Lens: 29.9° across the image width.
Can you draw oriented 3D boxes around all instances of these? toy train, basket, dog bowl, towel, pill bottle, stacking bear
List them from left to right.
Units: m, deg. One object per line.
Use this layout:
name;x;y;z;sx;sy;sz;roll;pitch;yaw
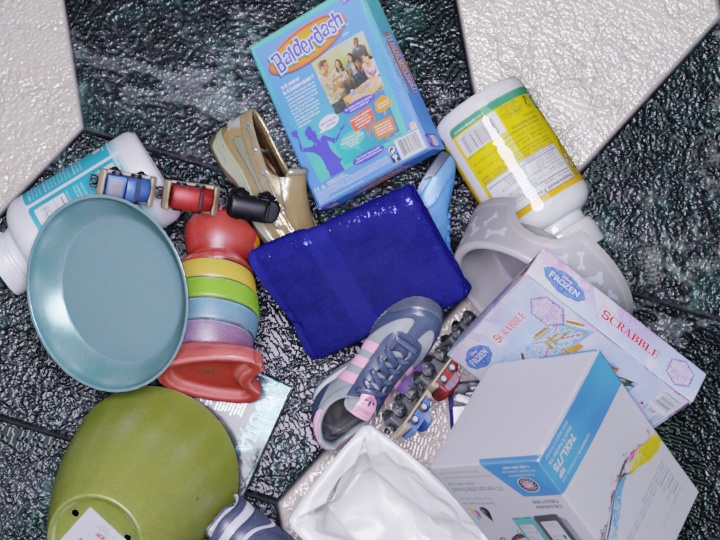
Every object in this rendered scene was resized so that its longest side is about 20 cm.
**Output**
pill bottle;-0.303;-0.055;1.454;0.199;0.111;0.111;-31;84;-4
toy train;-0.179;-0.075;1.391;0.198;0.046;0.034;8;104;-16
stacking bear;-0.154;0.024;1.436;0.113;0.122;0.202;4;63;-4
towel;0.000;0.000;1.414;0.199;0.050;0.148;-21;117;20
basket;0.040;0.273;1.412;0.200;0.123;0.136;40;85;5
toy train;0.082;0.114;1.426;0.046;0.034;0.200;43;48;-1
pill bottle;0.177;-0.098;1.461;0.112;0.113;0.201;-31;84;-4
dog bowl;0.182;0.016;1.400;0.200;0.200;0.059;39;66;4

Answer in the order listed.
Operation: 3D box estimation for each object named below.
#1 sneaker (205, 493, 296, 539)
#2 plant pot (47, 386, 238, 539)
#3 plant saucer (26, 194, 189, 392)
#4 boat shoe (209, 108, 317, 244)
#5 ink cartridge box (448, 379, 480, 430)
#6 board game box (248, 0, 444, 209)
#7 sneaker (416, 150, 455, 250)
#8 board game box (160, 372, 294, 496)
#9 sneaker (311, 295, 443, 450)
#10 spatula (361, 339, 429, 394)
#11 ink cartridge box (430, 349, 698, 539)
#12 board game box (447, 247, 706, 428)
sneaker;-0.098;0.289;1.379;0.108;0.200;0.070;33;78;14
plant pot;-0.231;0.233;1.333;0.185;0.200;0.189;1;101;7
plant saucer;-0.250;0.022;1.369;0.198;0.036;0.202;4;100;26
boat shoe;-0.086;-0.085;1.467;0.076;0.072;0.201;-37;85;25
ink cartridge box;0.197;0.162;1.465;0.198;0.044;0.095;-3;85;-1
board game box;-0.017;-0.190;1.475;0.151;0.045;0.201;-26;84;24
sneaker;0.076;-0.027;1.463;0.078;0.066;0.202;21;98;7
board game box;-0.173;0.191;1.467;0.134;0.028;0.201;25;83;2
sneaker;0.019;0.114;1.407;0.070;0.082;0.200;30;120;-17
spatula;-0.012;0.063;1.487;0.199;0.021;0.057;34;86;4
ink cartridge box;0.202;0.205;1.317;0.200;0.146;0.146;52;53;-21
board game box;0.210;0.094;1.351;0.199;0.200;0.041;38;56;0
